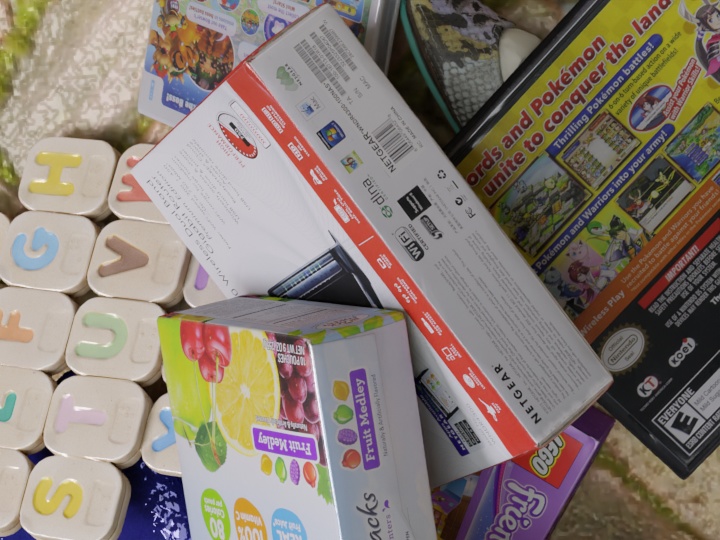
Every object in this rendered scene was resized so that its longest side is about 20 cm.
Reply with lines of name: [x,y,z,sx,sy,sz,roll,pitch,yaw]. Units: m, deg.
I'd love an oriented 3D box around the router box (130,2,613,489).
router box: [0.000,0.000,1.199,0.200,0.049,0.179,52,156,-2]

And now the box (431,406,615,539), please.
box: [0.017,0.123,1.335,0.136,0.039,0.201,32,111,9]

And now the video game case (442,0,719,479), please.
video game case: [0.146,-0.039,1.210,0.181,0.026,0.200,42,99,-9]

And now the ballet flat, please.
ballet flat: [0.089,-0.053,1.249,0.072,0.072,0.201,-22,103,22]

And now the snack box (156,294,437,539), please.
snack box: [-0.022,0.116,1.190,0.142,0.053,0.201,6,107,60]

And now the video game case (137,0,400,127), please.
video game case: [-0.036,-0.148,1.262,0.143,0.018,0.201,24,112,37]

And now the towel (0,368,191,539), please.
towel: [-0.108,0.152,1.345,0.148,0.049,0.201,-37,79,40]

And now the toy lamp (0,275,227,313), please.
toy lamp: [-0.115,0.017,1.342,0.199,0.058,0.059,4,105,18]

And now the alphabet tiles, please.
alphabet tiles: [-0.136,0.031,1.304,0.194,0.015,0.201,7,70,22]
